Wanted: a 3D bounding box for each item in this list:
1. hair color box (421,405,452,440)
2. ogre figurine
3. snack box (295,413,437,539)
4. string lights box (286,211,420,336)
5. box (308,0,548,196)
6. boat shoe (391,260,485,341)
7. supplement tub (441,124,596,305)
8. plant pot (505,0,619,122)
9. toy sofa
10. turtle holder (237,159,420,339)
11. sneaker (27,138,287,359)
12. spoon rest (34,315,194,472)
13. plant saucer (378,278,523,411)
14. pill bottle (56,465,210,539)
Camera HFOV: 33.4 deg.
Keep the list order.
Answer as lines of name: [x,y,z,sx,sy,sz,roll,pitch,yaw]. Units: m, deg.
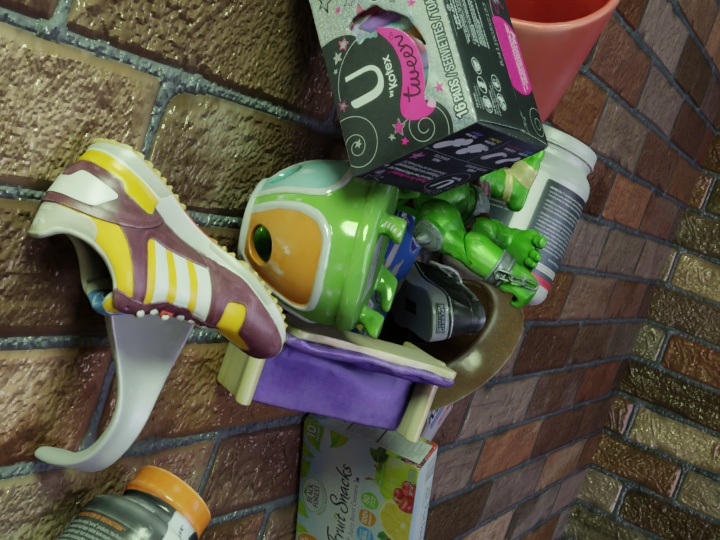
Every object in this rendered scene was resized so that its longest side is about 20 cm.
hair color box: [0.062,0.139,1.468,0.111,0.064,0.201,-53,152,-32]
ogre figurine: [0.099,-0.065,1.074,0.098,0.119,0.201,147,-45,-61]
snack box: [0.003,0.252,1.328,0.053,0.142,0.201,-42,146,-48]
string lights box: [0.000,0.000,1.200,0.201,0.059,0.103,-62,157,-14]
box: [0.045,-0.174,0.933,0.132,0.114,0.201,7,64,-57]
boat shoe: [0.079,0.026,1.264,0.199,0.068,0.074,-152,-119,-74]
supplement tub: [0.197,-0.071,1.481,0.201,0.140,0.140,-66,158,-4]
plant pot: [0.136,-0.236,1.148,0.201,0.200,0.178,-52,164,-35]
toy sofa: [-0.018,0.097,1.078,0.199,0.097,0.083,17,97,-33]
turtle holder: [-0.024,-0.039,1.007,0.141,0.131,0.186,100,7,-48]
sneaker: [-0.136,0.009,0.809,0.200,0.075,0.090,48,65,-25]
spoon rest: [-0.164,0.056,0.864,0.099,0.060,0.201,25,88,-54]
plant saucer: [0.080,0.073,1.312,0.201,0.199,0.035,-54,125,-32]
pill bottle: [-0.198,0.246,0.912,0.200,0.106,0.107,-53,154,-32]
